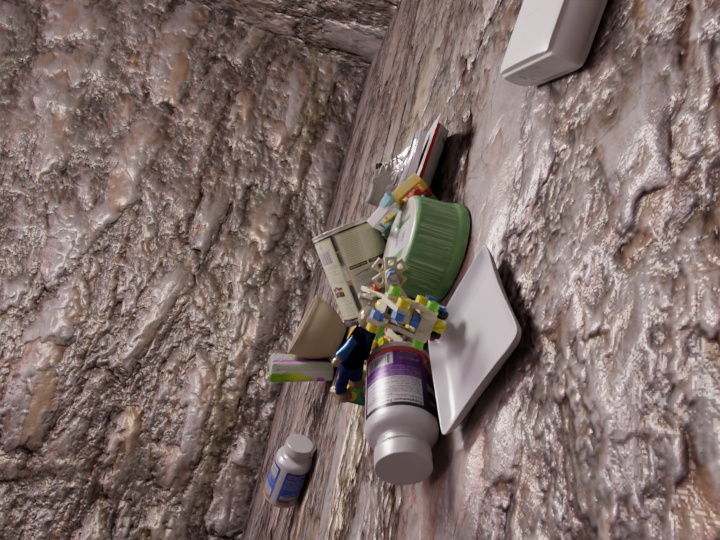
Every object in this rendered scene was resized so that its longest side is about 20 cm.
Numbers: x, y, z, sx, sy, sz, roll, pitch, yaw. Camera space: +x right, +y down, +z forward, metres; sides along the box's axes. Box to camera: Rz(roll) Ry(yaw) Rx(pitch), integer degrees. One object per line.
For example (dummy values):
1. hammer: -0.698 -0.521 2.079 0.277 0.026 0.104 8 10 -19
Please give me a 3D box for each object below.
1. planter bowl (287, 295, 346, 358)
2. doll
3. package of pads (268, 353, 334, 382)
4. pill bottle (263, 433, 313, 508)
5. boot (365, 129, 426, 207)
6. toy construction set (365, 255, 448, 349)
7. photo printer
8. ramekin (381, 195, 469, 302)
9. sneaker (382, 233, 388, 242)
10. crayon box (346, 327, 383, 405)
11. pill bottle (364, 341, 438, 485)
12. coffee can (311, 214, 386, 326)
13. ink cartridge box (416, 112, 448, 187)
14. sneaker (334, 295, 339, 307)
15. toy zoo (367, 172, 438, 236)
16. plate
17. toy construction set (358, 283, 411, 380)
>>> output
1. planter bowl: -0.127 0.199 1.650 0.200 0.135 0.200 -61 7 14
2. doll: -0.003 0.134 0.886 0.136 0.048 0.200 -37 -29 -43
3. package of pads: -0.194 0.311 1.670 0.155 0.200 0.068 -174 87 -79
4. pill bottle: -0.210 0.595 1.551 0.112 0.112 0.200 -105 35 -70
5. boot: 0.074 -0.227 1.164 0.074 0.095 0.200 -73 2 -68
6. toy construction set: 0.067 0.054 0.810 0.200 0.131 0.092 -94 23 -66
7. photo printer: 0.282 -0.376 0.730 0.166 0.069 0.200 -130 58 -77
8. ramekin: 0.114 -0.042 0.970 0.200 0.098 0.200 -163 90 -79
9. sneaker: 0.089 -0.087 1.200 0.077 0.082 0.200 125 160 -57
10. crayon box: 0.006 0.201 1.230 0.200 0.058 0.119 -86 17 -51
11. pill bottle: 0.062 0.215 0.798 0.200 0.111 0.112 -87 18 -52
12. coffee can: 0.000 0.000 1.105 0.146 0.146 0.200 171 78 -78
13. ink cartridge box: 0.154 -0.240 1.134 0.200 0.050 0.161 -111 39 -86
14. sneaker: -0.009 0.066 1.284 0.112 0.078 0.200 -29 -6 6
15. toy zoo: 0.086 -0.127 1.050 0.131 0.020 0.200 -44 -17 10
16. plate: 0.157 0.095 0.724 0.200 0.032 0.200 -89 20 -56
17. toy construction set: 0.048 0.126 0.989 0.131 0.092 0.200 27 120 60
